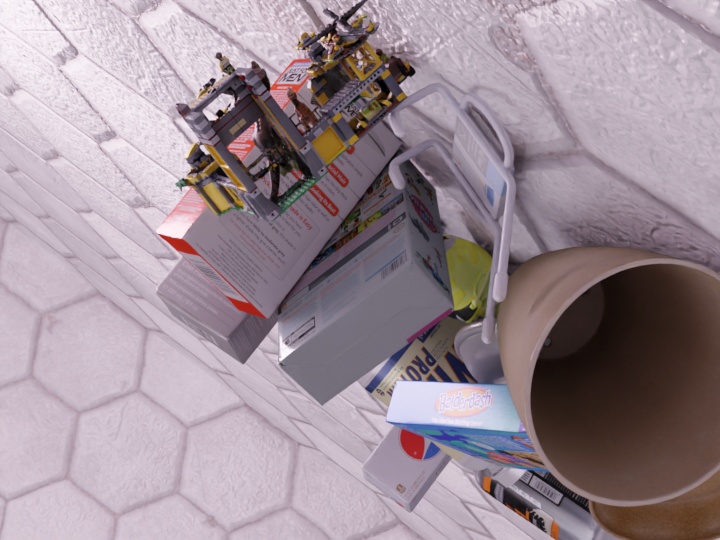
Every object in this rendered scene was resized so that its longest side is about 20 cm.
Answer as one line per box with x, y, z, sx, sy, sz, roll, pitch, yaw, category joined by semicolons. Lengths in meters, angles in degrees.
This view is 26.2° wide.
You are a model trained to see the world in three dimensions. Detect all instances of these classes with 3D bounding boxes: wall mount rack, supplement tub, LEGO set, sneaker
0.085;-0.047;1.209;0.174;0.074;0.200;57;171;15;wall mount rack
0.109;0.114;1.594;0.200;0.145;0.145;38;167;2;supplement tub
-0.068;-0.134;1.173;0.116;0.200;0.154;53;176;-22;LEGO set
0.133;0.029;1.438;0.076;0.076;0.200;12;162;47;sneaker
0.213;0.225;1.732;0.200;0.123;0.123;33;165;27;supplement tub

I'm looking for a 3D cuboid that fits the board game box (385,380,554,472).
0.143;0.142;1.382;0.152;0.045;0.200;25;164;-34;board game box

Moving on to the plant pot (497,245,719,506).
0.182;0.057;1.197;0.187;0.187;0.200;44;-179;-20;plant pot

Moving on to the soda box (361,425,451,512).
0.087;0.163;1.694;0.068;0.200;0.064;35;166;14;soda box

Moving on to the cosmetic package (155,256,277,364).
-0.110;-0.014;1.644;0.107;0.200;0.090;31;167;19;cosmetic package

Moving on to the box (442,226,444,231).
-0.034;-0.047;1.513;0.200;0.115;0.132;37;165;2;box

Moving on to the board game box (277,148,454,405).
0.000;0.000;1.324;0.064;0.147;0.200;44;-159;-27;board game box

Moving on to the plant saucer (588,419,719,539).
0.285;0.162;1.294;0.200;0.200;0.036;52;-160;-45;plant saucer

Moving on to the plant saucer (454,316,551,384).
0.179;0.102;1.410;0.199;0.050;0.200;12;159;5;plant saucer

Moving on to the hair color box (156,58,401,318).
-0.068;-0.072;1.330;0.111;0.200;0.064;45;164;-27;hair color box
